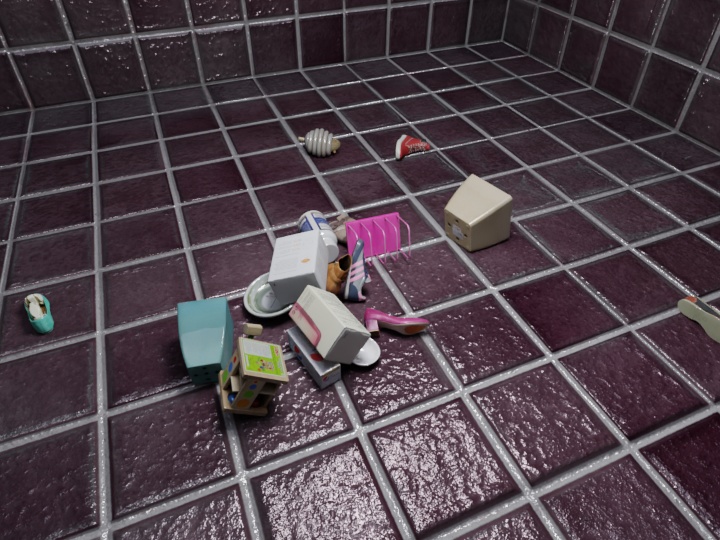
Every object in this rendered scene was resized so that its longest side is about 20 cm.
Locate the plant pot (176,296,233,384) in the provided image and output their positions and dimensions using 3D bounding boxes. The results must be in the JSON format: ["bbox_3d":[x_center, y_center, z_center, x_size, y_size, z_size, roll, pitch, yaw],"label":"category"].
[{"bbox_3d":[-0.437,0.206,1.445,0.139,0.143,0.202,-7,49,-8],"label":"plant pot"}]

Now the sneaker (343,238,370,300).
[{"bbox_3d":[0.000,0.000,1.662,0.081,0.204,0.070,12,5,-1],"label":"sneaker"}]

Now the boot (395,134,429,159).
[{"bbox_3d":[0.244,-0.570,2.385,0.142,0.073,0.201,13,39,12],"label":"boot"}]

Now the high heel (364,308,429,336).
[{"bbox_3d":[0.109,0.147,1.567,0.196,0.068,0.097,-10,51,8],"label":"high heel"}]

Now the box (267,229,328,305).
[{"bbox_3d":[-0.188,-0.012,1.588,0.150,0.107,0.202,-11,43,12],"label":"box"}]

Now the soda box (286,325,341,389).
[{"bbox_3d":[-0.135,0.239,1.461,0.067,0.064,0.200,-24,47,-25],"label":"soda box"}]

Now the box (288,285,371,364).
[{"bbox_3d":[-0.088,0.152,1.440,0.127,0.110,0.200,24,16,-50],"label":"box"}]

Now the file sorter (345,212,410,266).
[{"bbox_3d":[0.063,-0.098,1.768,0.197,0.141,0.126,-12,27,-14],"label":"file sorter"}]

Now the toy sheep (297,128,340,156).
[{"bbox_3d":[-0.190,-0.592,2.361,0.196,0.139,0.139,5,41,0],"label":"toy sheep"}]

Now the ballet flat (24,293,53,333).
[{"bbox_3d":[-1.007,0.114,1.593,0.067,0.071,0.200,-27,48,-28],"label":"ballet flat"}]

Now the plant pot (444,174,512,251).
[{"bbox_3d":[0.415,-0.192,1.869,0.176,0.202,0.199,-34,50,-19],"label":"plant pot"}]

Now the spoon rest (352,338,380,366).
[{"bbox_3d":[-0.026,0.207,1.500,0.099,0.061,0.199,-30,49,-30],"label":"spoon rest"}]

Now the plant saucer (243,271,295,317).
[{"bbox_3d":[-0.271,0.085,1.633,0.196,0.051,0.202,-8,43,7],"label":"plant saucer"}]

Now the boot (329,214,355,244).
[{"bbox_3d":[-0.023,-0.167,1.923,0.198,0.071,0.146,-23,44,-25],"label":"boot"}]

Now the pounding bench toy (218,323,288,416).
[{"bbox_3d":[-0.295,0.260,1.356,0.123,0.157,0.201,17,31,-32],"label":"pounding bench toy"}]

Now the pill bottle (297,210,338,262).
[{"bbox_3d":[-0.148,-0.117,1.830,0.109,0.112,0.201,-14,43,-16],"label":"pill bottle"}]

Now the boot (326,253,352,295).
[{"bbox_3d":[-0.077,0.000,1.648,0.076,0.156,0.201,27,34,-5],"label":"boot"}]

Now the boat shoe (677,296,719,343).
[{"bbox_3d":[1.077,0.150,1.569,0.062,0.072,0.201,-12,38,-18],"label":"boat shoe"}]
